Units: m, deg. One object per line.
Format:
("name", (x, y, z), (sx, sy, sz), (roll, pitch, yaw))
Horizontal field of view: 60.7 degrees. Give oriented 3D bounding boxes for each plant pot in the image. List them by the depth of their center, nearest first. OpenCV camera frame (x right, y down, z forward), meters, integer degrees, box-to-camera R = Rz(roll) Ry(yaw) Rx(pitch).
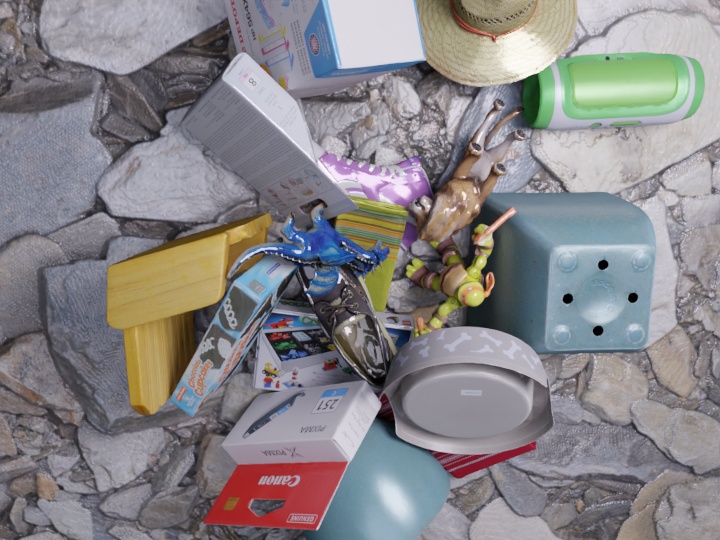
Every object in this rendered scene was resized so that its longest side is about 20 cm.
("plant pot", (0.250, 0.010, 0.745), (0.196, 0.200, 0.197), (-1, 101, -4))
("plant pot", (-0.005, 0.263, 0.789), (0.200, 0.200, 0.135), (-32, 93, 3))

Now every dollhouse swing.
("dollhouse swing", (-0.177, 0.046, 0.719), (0.181, 0.200, 0.176), (-15, 99, 6))

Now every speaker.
("speaker", (0.309, -0.220, 0.761), (0.199, 0.088, 0.089), (-4, 102, -2))

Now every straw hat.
("straw hat", (0.155, -0.317, 0.701), (0.200, 0.085, 0.202), (-1, 84, 6))

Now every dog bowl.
("dog bowl", (0.120, 0.138, 0.701), (0.199, 0.059, 0.200), (3, 138, 3))

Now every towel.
("towel", (0.000, 0.000, 0.780), (0.086, 0.018, 0.200), (11, 124, -1))
("towel", (0.122, 0.205, 0.825), (0.200, 0.023, 0.144), (42, 125, -20))

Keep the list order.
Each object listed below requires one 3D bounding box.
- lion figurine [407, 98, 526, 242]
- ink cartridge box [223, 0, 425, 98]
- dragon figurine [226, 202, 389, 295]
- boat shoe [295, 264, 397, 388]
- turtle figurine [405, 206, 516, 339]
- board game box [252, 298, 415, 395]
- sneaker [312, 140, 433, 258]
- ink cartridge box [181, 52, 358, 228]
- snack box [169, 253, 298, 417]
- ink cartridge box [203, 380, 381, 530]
("lion figurine", (0.138, -0.119, 0.752), (0.072, 0.200, 0.123), (38, 139, 6))
("ink cartridge box", (-0.050, -0.265, 0.676), (0.125, 0.200, 0.129), (-21, 103, -37))
("dragon figurine", (-0.044, -0.013, 0.671), (0.099, 0.200, 0.059), (46, 124, 12))
("boat shoe", (-0.014, 0.053, 0.743), (0.073, 0.065, 0.200), (-35, 100, 5))
("turtle figurine", (0.121, 0.003, 0.753), (0.064, 0.161, 0.200), (22, 103, -20))
("board game box", (-0.037, 0.109, 0.818), (0.199, 0.035, 0.127), (8, 115, -5))
("sneaker", (0.011, -0.120, 0.776), (0.200, 0.073, 0.114), (40, 93, -21))
("ink cartridge box", (-0.101, -0.141, 0.721), (0.200, 0.162, 0.057), (38, 67, -23))
("snack box", (-0.144, 0.069, 0.719), (0.037, 0.116, 0.200), (36, 120, 2))
("ink cartridge box", (-0.092, 0.217, 0.737), (0.200, 0.176, 0.045), (-16, 117, 37))
